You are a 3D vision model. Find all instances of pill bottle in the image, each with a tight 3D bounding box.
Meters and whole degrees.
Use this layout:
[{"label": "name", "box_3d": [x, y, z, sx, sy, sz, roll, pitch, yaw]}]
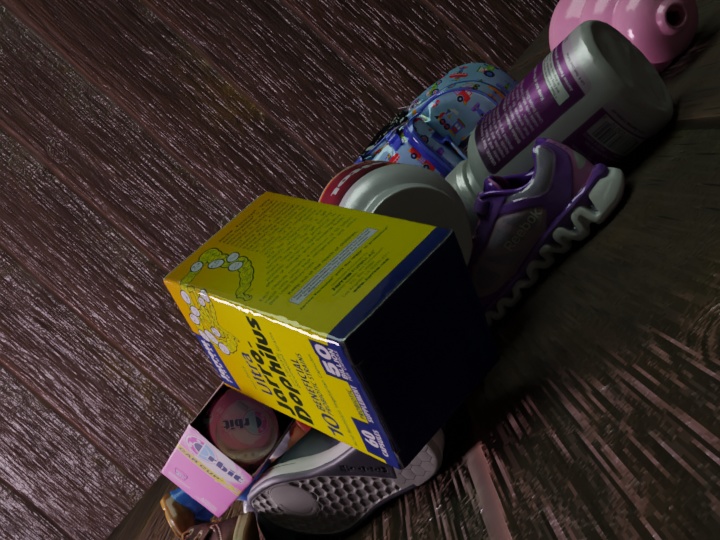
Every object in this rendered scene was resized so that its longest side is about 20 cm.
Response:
[{"label": "pill bottle", "box_3d": [0.166, -0.113, 0.829, 0.200, 0.112, 0.113, -43, 7, 35]}, {"label": "pill bottle", "box_3d": [0.027, -0.033, 0.781, 0.113, 0.113, 0.200, -49, 13, 0]}]

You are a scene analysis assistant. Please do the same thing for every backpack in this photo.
[{"label": "backpack", "box_3d": [0.114, -0.126, 1.070, 0.200, 0.183, 0.135, -41, 3, 24]}]

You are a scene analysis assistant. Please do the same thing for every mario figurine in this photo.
[{"label": "mario figurine", "box_3d": [-0.098, 0.209, 0.952, 0.199, 0.106, 0.123, -38, 11, -3]}]

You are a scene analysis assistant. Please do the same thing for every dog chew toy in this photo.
[{"label": "dog chew toy", "box_3d": [0.271, -0.246, 0.950, 0.125, 0.124, 0.200, -49, 13, -1]}]

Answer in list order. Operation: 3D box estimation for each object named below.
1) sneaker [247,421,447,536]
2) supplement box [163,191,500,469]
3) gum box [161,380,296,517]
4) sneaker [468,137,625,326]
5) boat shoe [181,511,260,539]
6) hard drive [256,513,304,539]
[{"label": "sneaker", "box_3d": [0.001, 0.114, 0.725, 0.202, 0.077, 0.147, -34, 25, 37]}, {"label": "supplement box", "box_3d": [-0.023, 0.032, 0.641, 0.199, 0.110, 0.109, 15, 49, 47]}, {"label": "gum box", "box_3d": [-0.074, 0.096, 0.794, 0.201, 0.066, 0.114, -53, 0, -37]}, {"label": "sneaker", "box_3d": [0.122, -0.031, 0.780, 0.200, 0.088, 0.081, -48, 6, 25]}, {"label": "boat shoe", "box_3d": [-0.117, 0.242, 0.785, 0.071, 0.073, 0.200, -12, -6, -10]}, {"label": "hard drive", "box_3d": [-0.017, 0.155, 0.863, 0.135, 0.042, 0.201, -44, 7, 50]}]
